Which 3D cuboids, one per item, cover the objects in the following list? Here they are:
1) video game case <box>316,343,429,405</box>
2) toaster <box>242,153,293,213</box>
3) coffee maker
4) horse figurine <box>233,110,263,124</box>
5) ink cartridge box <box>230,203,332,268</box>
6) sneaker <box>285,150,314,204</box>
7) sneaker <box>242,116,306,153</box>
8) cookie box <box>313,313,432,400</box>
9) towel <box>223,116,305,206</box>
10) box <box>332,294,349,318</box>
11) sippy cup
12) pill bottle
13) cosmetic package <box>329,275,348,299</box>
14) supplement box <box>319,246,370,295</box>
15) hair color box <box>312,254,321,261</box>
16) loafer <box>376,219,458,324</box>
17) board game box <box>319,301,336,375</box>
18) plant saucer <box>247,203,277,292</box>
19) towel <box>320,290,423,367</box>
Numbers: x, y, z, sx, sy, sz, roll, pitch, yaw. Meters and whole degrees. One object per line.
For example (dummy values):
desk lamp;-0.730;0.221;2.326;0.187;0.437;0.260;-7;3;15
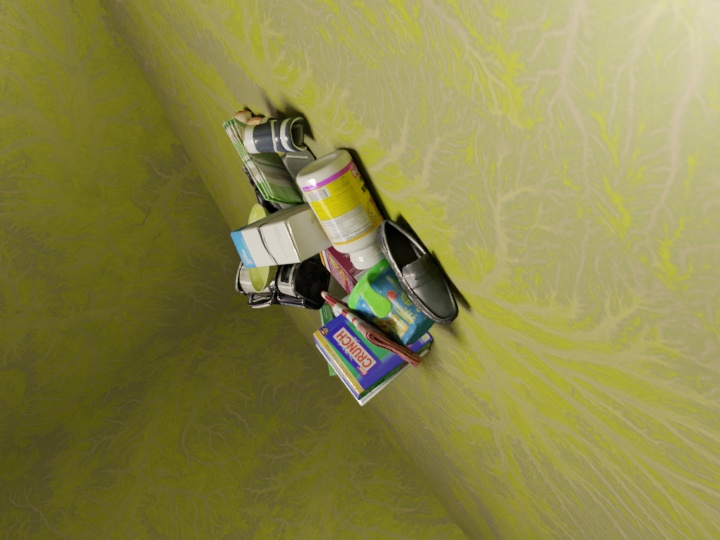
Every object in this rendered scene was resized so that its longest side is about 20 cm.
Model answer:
video game case;0.025;0.178;1.306;0.182;0.200;0.023;50;-177;19
toaster;-0.164;-0.158;1.322;0.181;0.119;0.200;50;166;17
coffee maker;-0.177;0.025;1.418;0.200;0.192;0.135;5;96;33
horse figurine;-0.270;-0.340;1.389;0.200;0.050;0.133;51;155;43
ink cartridge box;-0.134;-0.073;1.103;0.200;0.145;0.084;-5;110;50
sneaker;-0.091;-0.164;1.191;0.200;0.070;0.080;63;174;-2
sneaker;-0.152;-0.271;1.126;0.200;0.108;0.070;-67;-29;-69
cookie box;0.026;0.153;1.237;0.171;0.200;0.075;50;166;20
towel;-0.191;-0.224;1.181;0.200;0.031;0.149;59;-157;14
box;0.029;0.152;1.408;0.200;0.115;0.132;51;166;14
sippy cup;0.069;0.061;1.019;0.130;0.178;0.140;44;140;20
pill bottle;-0.023;-0.103;1.001;0.200;0.104;0.104;61;165;-24
cosmetic package;-0.107;0.014;1.609;0.200;0.085;0.108;30;153;59
supplement box;0.000;0.000;1.205;0.200;0.086;0.110;48;165;28
hair color box;-0.187;-0.062;1.474;0.200;0.061;0.100;13;178;-37
loafer;0.091;0.001;0.932;0.201;0.068;0.070;55;176;15
board game box;-0.082;0.150;1.450;0.135;0.029;0.200;90;170;-57
plant saucer;-0.220;-0.050;1.283;0.200;0.031;0.200;180;90;-65
towel;0.015;0.106;1.056;0.144;0.023;0.200;33;-179;-33
